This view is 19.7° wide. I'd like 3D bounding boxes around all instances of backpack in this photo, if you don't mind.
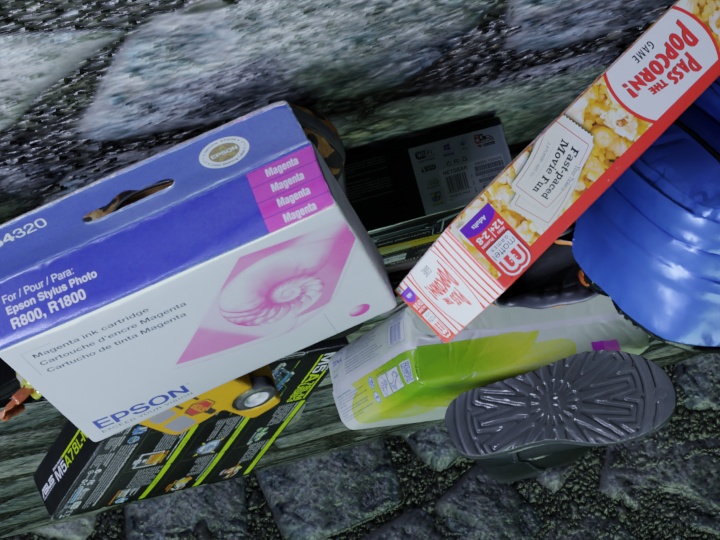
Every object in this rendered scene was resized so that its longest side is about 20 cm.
[{"bbox_3d":[0.239,-0.044,1.314,0.199,0.169,0.163,-5,-151,-27],"label":"backpack"}]

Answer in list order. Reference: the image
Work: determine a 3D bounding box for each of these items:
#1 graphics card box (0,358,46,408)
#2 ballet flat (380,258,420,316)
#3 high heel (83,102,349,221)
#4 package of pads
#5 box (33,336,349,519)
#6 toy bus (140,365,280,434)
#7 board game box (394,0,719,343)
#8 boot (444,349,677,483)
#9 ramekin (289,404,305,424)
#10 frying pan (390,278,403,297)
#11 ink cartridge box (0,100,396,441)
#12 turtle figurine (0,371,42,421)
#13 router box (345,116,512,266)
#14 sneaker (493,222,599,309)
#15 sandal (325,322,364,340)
[{"bbox_3d":[-0.203,0.060,1.574,0.199,0.051,0.125,-8,168,-41],"label":"graphics card box"},{"bbox_3d":[0.000,0.000,1.485,0.199,0.072,0.069,-10,168,-30],"label":"ballet flat"},{"bbox_3d":[-0.103,-0.048,1.152,0.198,0.072,0.143,-3,148,7],"label":"high heel"},{"bbox_3d":[0.091,0.062,1.544,0.199,0.069,0.154,-6,166,-26],"label":"package of pads"},{"bbox_3d":[-0.132,0.109,1.599,0.192,0.048,0.200,-12,151,-38],"label":"box"},{"bbox_3d":[-0.127,0.053,1.292,0.078,0.065,0.200,-32,155,14],"label":"toy bus"},{"bbox_3d":[0.113,-0.056,1.133,0.200,0.046,0.152,-44,178,-15],"label":"board game box"},{"bbox_3d":[0.156,0.113,1.518,0.163,0.066,0.200,-7,165,11],"label":"boot"},{"bbox_3d":[-0.138,0.103,1.799,0.201,0.095,0.202,-14,171,-2],"label":"ramekin"},{"bbox_3d":[-0.045,0.016,1.540,0.114,0.031,0.189,6,-169,42],"label":"frying pan"},{"bbox_3d":[-0.094,0.008,1.101,0.195,0.044,0.200,-24,154,5],"label":"ink cartridge box"},{"bbox_3d":[-0.204,0.027,1.327,0.160,0.065,0.200,-25,155,0],"label":"turtle figurine"},{"bbox_3d":[-0.003,-0.034,1.334,0.198,0.053,0.157,-15,171,-4],"label":"router box"},{"bbox_3d":[0.169,-0.026,1.416,0.199,0.078,0.112,-32,-168,2],"label":"sneaker"},{"bbox_3d":[-0.095,0.037,1.434,0.198,0.045,0.075,3,147,0],"label":"sandal"}]
